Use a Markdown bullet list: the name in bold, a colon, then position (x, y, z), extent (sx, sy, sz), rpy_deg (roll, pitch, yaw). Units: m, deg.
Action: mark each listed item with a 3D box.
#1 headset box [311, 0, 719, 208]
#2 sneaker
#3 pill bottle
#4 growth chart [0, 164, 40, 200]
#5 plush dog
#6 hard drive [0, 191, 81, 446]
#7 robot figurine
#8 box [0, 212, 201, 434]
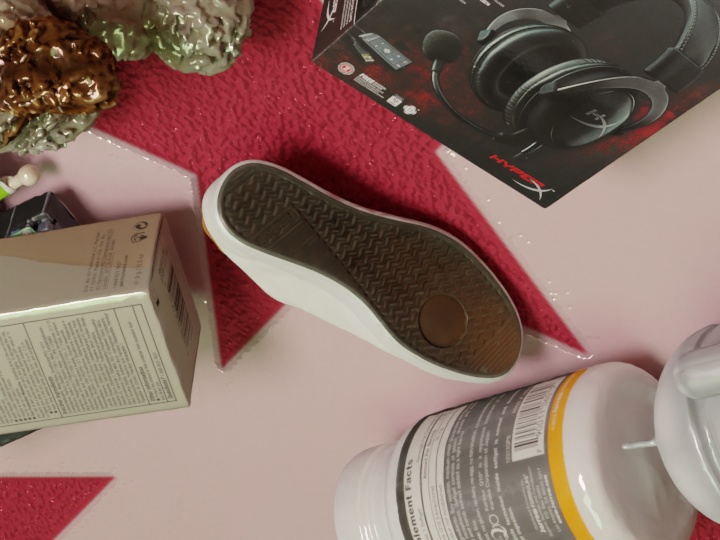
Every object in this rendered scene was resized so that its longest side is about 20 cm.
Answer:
- **headset box**: position (0.097, -0.133, 0.794), extent (0.148, 0.078, 0.200), rpy_deg (30, 139, -25)
- **sneaker**: position (0.000, 0.000, 1.002), extent (0.199, 0.073, 0.085), rpy_deg (32, 166, -12)
- **pill bottle**: position (0.086, 0.129, 1.022), extent (0.199, 0.117, 0.117), rpy_deg (-21, 118, 41)
- **growth chart**: position (-0.300, -0.034, 1.006), extent (0.144, 0.200, 0.018), rpy_deg (-29, 73, 30)
- **plush dog**: position (-0.176, -0.121, 0.890), extent (0.199, 0.172, 0.161), rpy_deg (-19, 118, 37)
- **hard drive**: position (-0.237, 0.044, 1.114), extent (0.199, 0.038, 0.140), rpy_deg (-24, 124, 20)
- **robot figurine**: position (0.233, 0.068, 0.901), extent (0.169, 0.114, 0.199), rpy_deg (28, 142, -37)
- **box**: position (-0.202, 0.037, 1.034), extent (0.199, 0.078, 0.095), rpy_deg (-8, 127, 7)
